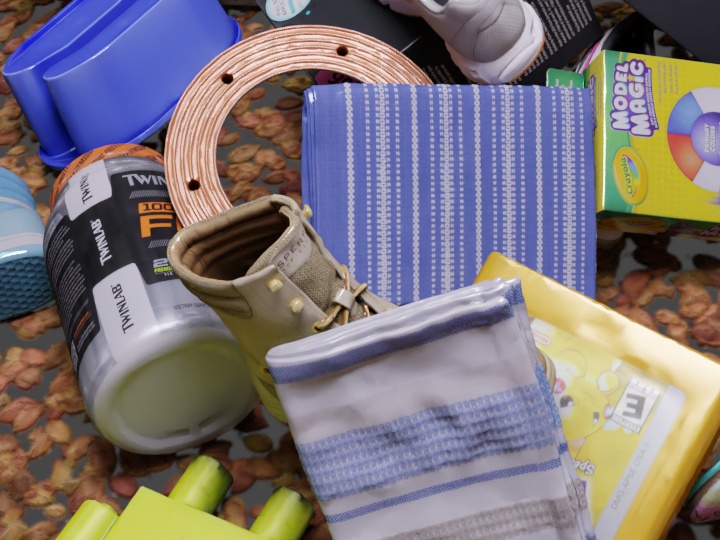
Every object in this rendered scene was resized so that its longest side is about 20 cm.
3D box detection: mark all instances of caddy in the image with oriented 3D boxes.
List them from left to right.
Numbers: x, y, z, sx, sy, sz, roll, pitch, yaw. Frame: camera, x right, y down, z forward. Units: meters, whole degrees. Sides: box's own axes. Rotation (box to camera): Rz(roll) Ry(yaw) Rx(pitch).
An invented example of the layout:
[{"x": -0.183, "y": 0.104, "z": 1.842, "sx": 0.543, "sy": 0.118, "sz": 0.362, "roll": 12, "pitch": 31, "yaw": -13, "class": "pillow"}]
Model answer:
[{"x": -0.185, "y": -0.161, "z": 1.126, "sx": 0.141, "sy": 0.106, "sz": 0.200, "roll": 14, "pitch": 52, "yaw": 46, "class": "caddy"}]

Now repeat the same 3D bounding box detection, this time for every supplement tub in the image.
[{"x": -0.145, "y": 0.013, "z": 0.948, "sx": 0.121, "sy": 0.123, "sz": 0.201, "roll": -19, "pitch": 48, "yaw": -10, "class": "supplement tub"}]

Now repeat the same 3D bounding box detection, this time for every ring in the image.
[{"x": -0.032, "y": -0.074, "z": 0.937, "sx": 0.198, "sy": 0.019, "sz": 0.203, "roll": 1, "pitch": 68, "yaw": -2, "class": "ring"}]

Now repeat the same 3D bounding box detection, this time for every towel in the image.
[{"x": 0.044, "y": 0.112, "z": 0.761, "sx": 0.145, "sy": 0.202, "sz": 0.024, "roll": -16, "pitch": 15, "yaw": 12, "class": "towel"}, {"x": 0.058, "y": -0.046, "z": 0.898, "sx": 0.198, "sy": 0.147, "sz": 0.024, "roll": -1, "pitch": 1, "yaw": -17, "class": "towel"}]

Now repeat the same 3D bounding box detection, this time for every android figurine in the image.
[{"x": -0.112, "y": 0.202, "z": 0.829, "sx": 0.180, "sy": 0.041, "sz": 0.201, "roll": 19, "pitch": 51, "yaw": 23, "class": "android figurine"}]

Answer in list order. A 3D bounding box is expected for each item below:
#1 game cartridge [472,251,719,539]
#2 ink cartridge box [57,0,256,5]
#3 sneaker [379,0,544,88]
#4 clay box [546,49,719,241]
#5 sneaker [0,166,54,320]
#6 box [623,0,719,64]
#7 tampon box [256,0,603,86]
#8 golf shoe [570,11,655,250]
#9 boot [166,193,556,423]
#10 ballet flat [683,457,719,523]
[{"x": 0.103, "y": 0.111, "z": 0.831, "sx": 0.175, "sy": 0.032, "sz": 0.201, "roll": 27, "pitch": 79, "yaw": 24, "class": "game cartridge"}, {"x": -0.190, "y": -0.292, "z": 1.204, "sx": 0.197, "sy": 0.146, "sz": 0.084, "roll": 3, "pitch": 79, "yaw": 10, "class": "ink cartridge box"}, {"x": 0.045, "y": -0.209, "z": 0.936, "sx": 0.076, "sy": 0.092, "sz": 0.200, "roll": -43, "pitch": 50, "yaw": 1, "class": "sneaker"}, {"x": 0.226, "y": -0.083, "z": 0.967, "sx": 0.198, "sy": 0.048, "sz": 0.116, "roll": 5, "pitch": 76, "yaw": -12, "class": "clay box"}, {"x": -0.325, "y": -0.015, "z": 1.030, "sx": 0.198, "sy": 0.080, "sz": 0.131, "roll": -12, "pitch": 49, "yaw": -16, "class": "sneaker"}, {"x": 0.243, "y": -0.240, "z": 1.075, "sx": 0.079, "sy": 0.199, "sz": 0.142, "roll": -42, "pitch": 44, "yaw": 26, "class": "box"}, {"x": 0.052, "y": -0.191, "z": 1.062, "sx": 0.199, "sy": 0.126, "sz": 0.150, "roll": -39, "pitch": 50, "yaw": 2, "class": "tampon box"}, {"x": 0.179, "y": -0.107, "z": 1.026, "sx": 0.072, "sy": 0.092, "sz": 0.201, "roll": 18, "pitch": 51, "yaw": -8, "class": "golf shoe"}, {"x": -0.001, "y": 0.028, "z": 0.795, "sx": 0.198, "sy": 0.156, "sz": 0.073, "roll": 3, "pitch": 52, "yaw": 32, "class": "boot"}, {"x": 0.279, "y": 0.096, "z": 0.862, "sx": 0.071, "sy": 0.069, "sz": 0.200, "roll": 40, "pitch": 61, "yaw": 13, "class": "ballet flat"}]
